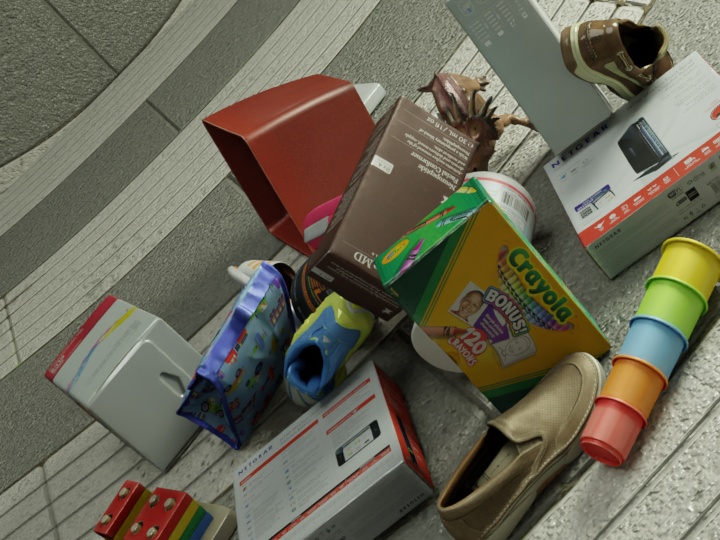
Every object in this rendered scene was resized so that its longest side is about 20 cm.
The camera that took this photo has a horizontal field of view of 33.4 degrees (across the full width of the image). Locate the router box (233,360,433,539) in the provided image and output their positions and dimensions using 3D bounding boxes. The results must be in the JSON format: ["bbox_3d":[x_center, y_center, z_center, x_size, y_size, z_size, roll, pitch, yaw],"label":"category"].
[{"bbox_3d":[-0.034,0.208,1.190,0.199,0.049,0.180,-39,27,11],"label":"router box"}]

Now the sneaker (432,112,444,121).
[{"bbox_3d":[0.082,-0.115,1.493,0.115,0.076,0.200,-42,16,17],"label":"sneaker"}]

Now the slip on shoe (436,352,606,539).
[{"bbox_3d":[0.137,0.146,1.032,0.200,0.061,0.076,-50,32,-8],"label":"slip on shoe"}]

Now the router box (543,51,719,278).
[{"bbox_3d":[0.292,-0.108,1.193,0.199,0.049,0.180,-38,27,14],"label":"router box"}]

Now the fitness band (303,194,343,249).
[{"bbox_3d":[0.018,-0.053,1.404,0.199,0.142,0.038,-21,66,47],"label":"fitness band"}]

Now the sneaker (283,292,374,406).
[{"bbox_3d":[-0.058,0.102,1.281,0.105,0.075,0.201,-44,-13,-41],"label":"sneaker"}]

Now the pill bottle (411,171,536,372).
[{"bbox_3d":[0.113,0.001,1.227,0.108,0.109,0.201,-22,33,37],"label":"pill bottle"}]

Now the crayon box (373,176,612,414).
[{"bbox_3d":[0.119,0.030,1.073,0.118,0.200,0.058,-39,26,10],"label":"crayon box"}]

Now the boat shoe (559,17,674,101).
[{"bbox_3d":[0.287,-0.221,1.242,0.074,0.076,0.201,-16,-6,38],"label":"boat shoe"}]

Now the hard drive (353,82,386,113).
[{"bbox_3d":[-0.056,-0.206,1.856,0.201,0.027,0.131,-53,27,-15],"label":"hard drive"}]

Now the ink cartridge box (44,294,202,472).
[{"bbox_3d":[-0.290,0.142,1.559,0.145,0.145,0.199,-51,27,-14],"label":"ink cartridge box"}]

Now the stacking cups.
[{"bbox_3d":[0.239,0.066,1.006,0.060,0.061,0.201,0,50,55],"label":"stacking cups"}]

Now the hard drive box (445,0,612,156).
[{"bbox_3d":[0.186,-0.235,1.309,0.077,0.201,0.156,-36,3,15],"label":"hard drive box"}]

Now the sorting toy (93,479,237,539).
[{"bbox_3d":[-0.257,0.329,1.332,0.199,0.070,0.200,-4,47,52],"label":"sorting toy"}]

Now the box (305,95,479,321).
[{"bbox_3d":[0.033,-0.064,1.204,0.202,0.099,0.075,-66,12,-25],"label":"box"}]

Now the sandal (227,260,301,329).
[{"bbox_3d":[-0.096,0.027,1.536,0.059,0.079,0.206,-48,35,-12],"label":"sandal"}]

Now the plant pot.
[{"bbox_3d":[-0.072,-0.161,1.652,0.175,0.201,0.200,-36,25,-12],"label":"plant pot"}]

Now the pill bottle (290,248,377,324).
[{"bbox_3d":[0.000,0.000,1.322,0.107,0.106,0.200,-60,8,-29],"label":"pill bottle"}]

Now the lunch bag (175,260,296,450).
[{"bbox_3d":[-0.135,0.091,1.365,0.151,0.093,0.200,-59,-7,-26],"label":"lunch bag"}]

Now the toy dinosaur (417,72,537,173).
[{"bbox_3d":[0.124,-0.192,1.434,0.086,0.135,0.200,-54,55,20],"label":"toy dinosaur"}]
